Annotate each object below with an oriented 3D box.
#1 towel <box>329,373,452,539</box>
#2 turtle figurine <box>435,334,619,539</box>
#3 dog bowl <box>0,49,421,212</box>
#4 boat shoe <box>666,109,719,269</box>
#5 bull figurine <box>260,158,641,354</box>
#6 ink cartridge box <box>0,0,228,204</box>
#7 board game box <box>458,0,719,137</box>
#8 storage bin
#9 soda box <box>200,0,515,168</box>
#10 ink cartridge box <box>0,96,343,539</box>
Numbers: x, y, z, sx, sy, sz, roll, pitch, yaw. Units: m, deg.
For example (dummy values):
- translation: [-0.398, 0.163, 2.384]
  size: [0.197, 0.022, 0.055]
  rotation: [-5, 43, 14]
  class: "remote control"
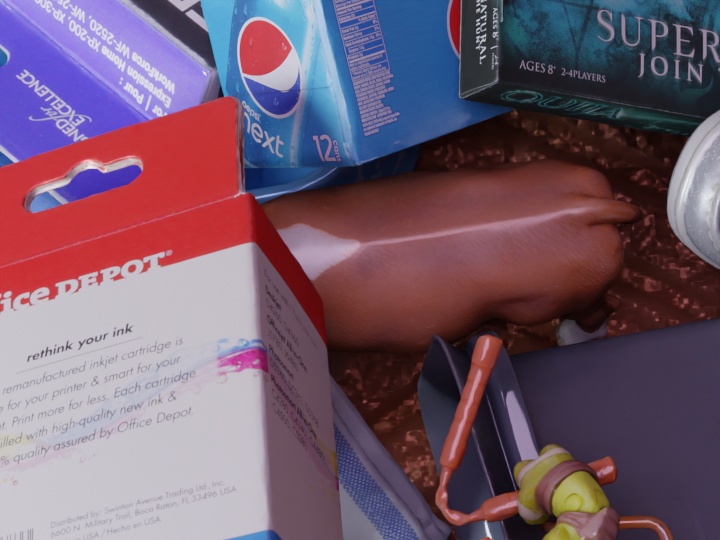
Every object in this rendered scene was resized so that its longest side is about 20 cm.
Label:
- translation: [-0.069, 0.117, 0.824]
  size: [0.200, 0.147, 0.024]
  rotation: [-42, 41, -9]
  class: "towel"
- translation: [0.080, 0.113, 0.699]
  size: [0.161, 0.064, 0.200]
  rotation: [13, 59, -5]
  class: "turtle figurine"
- translation: [-0.077, -0.057, 0.916]
  size: [0.200, 0.050, 0.112]
  rotation: [-10, 76, 4]
  class: "dog bowl"
- translation: [0.200, -0.010, 0.797]
  size: [0.202, 0.065, 0.075]
  rotation: [15, 102, -18]
  class: "boat shoe"
- translation: [0.000, 0.000, 0.855]
  size: [0.200, 0.121, 0.065]
  rotation: [-2, 76, 7]
  class: "bull figurine"
- translation: [-0.092, -0.132, 0.879]
  size: [0.198, 0.043, 0.200]
  rotation: [38, 56, 23]
  class: "ink cartridge box"
- translation: [0.125, -0.111, 0.819]
  size: [0.200, 0.028, 0.136]
  rotation: [7, 77, -28]
  class: "board game box"
- translation: [0.112, 0.104, 0.816]
  size: [0.134, 0.146, 0.200]
  rotation: [-16, 75, -7]
  class: "storage bin"
- translation: [0.046, -0.092, 0.836]
  size: [0.200, 0.068, 0.064]
  rotation: [-21, 103, -36]
  class: "soda box"
- translation: [-0.070, 0.054, 0.730]
  size: [0.116, 0.067, 0.200]
  rotation: [-16, 52, 15]
  class: "ink cartridge box"
